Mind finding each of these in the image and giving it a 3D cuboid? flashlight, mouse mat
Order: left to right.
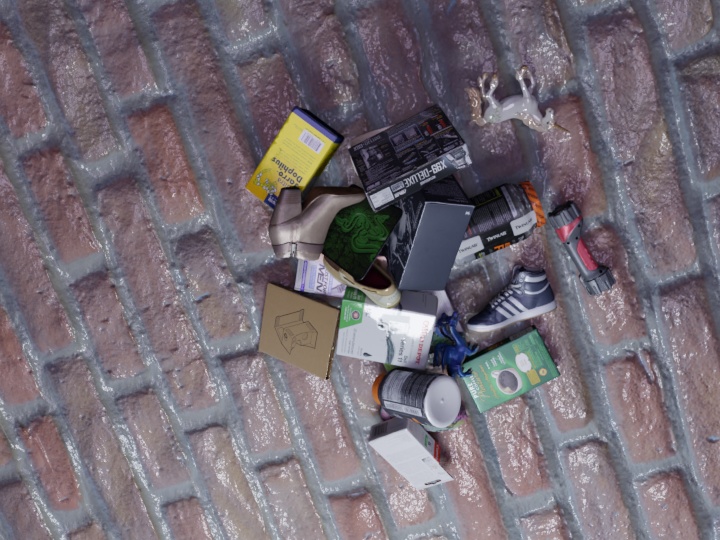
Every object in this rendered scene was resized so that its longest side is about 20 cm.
[{"bbox_3d":[-0.010,-0.083,1.224,0.007,0.199,0.162,30,93,-42],"label":"mouse mat"},{"bbox_3d":[0.468,-0.047,1.270,0.068,0.068,0.201,-37,98,-18],"label":"flashlight"}]

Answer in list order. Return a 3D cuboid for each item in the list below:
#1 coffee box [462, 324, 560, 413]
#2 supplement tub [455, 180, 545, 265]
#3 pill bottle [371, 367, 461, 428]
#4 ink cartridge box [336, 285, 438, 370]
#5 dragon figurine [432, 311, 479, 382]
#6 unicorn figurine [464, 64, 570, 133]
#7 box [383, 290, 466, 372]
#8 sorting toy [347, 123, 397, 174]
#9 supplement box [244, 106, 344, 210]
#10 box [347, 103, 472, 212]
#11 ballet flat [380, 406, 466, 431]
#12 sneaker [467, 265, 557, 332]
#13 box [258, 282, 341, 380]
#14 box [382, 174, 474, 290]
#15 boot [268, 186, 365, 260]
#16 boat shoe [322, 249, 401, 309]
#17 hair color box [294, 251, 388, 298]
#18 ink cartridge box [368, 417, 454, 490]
[{"bbox_3d":[0.326,0.219,1.346,0.198,0.044,0.124,-29,96,10],"label":"coffee box"},{"bbox_3d":[0.270,-0.101,1.250,0.198,0.123,0.124,-23,98,11],"label":"supplement tub"},{"bbox_3d":[0.109,0.263,1.283,0.105,0.199,0.108,1,88,-36],"label":"pill bottle"},{"bbox_3d":[0.056,0.116,1.281,0.197,0.083,0.149,9,120,3],"label":"ink cartridge box"},{"bbox_3d":[0.190,0.189,1.293,0.098,0.059,0.203,16,89,-17],"label":"dragon figurine"},{"bbox_3d":[0.319,-0.341,1.232,0.197,0.074,0.139,-4,110,21],"label":"unicorn figurine"},{"bbox_3d":[0.118,0.124,1.354,0.198,0.036,0.146,-25,98,11],"label":"box"},{"bbox_3d":[0.087,-0.209,1.268,0.197,0.107,0.183,-15,110,1],"label":"sorting toy"},{"bbox_3d":[-0.137,-0.228,1.276,0.109,0.109,0.201,35,102,-1],"label":"supplement box"},{"bbox_3d":[0.086,-0.213,1.124,0.198,0.159,0.050,-26,133,5],"label":"box"},{"bbox_3d":[0.141,0.322,1.368,0.197,0.072,0.070,0,56,9],"label":"ballet flat"},{"bbox_3d":[0.315,0.057,1.301,0.197,0.070,0.110,-17,104,2],"label":"sneaker"},{"bbox_3d":[-0.138,0.134,1.348,0.198,0.021,0.166,18,105,28],"label":"box"},{"bbox_3d":[0.120,-0.095,1.195,0.102,0.183,0.202,2,126,-18],"label":"box"},{"bbox_3d":[-0.089,-0.094,1.235,0.197,0.070,0.149,0,108,-9],"label":"boot"},{"bbox_3d":[0.000,0.000,1.229,0.199,0.067,0.074,29,66,27],"label":"boat shoe"},{"bbox_3d":[-0.040,0.001,1.334,0.197,0.065,0.111,9,101,3],"label":"hair color box"},{"bbox_3d":[0.120,0.415,1.379,0.108,0.051,0.200,-27,118,29],"label":"ink cartridge box"}]
